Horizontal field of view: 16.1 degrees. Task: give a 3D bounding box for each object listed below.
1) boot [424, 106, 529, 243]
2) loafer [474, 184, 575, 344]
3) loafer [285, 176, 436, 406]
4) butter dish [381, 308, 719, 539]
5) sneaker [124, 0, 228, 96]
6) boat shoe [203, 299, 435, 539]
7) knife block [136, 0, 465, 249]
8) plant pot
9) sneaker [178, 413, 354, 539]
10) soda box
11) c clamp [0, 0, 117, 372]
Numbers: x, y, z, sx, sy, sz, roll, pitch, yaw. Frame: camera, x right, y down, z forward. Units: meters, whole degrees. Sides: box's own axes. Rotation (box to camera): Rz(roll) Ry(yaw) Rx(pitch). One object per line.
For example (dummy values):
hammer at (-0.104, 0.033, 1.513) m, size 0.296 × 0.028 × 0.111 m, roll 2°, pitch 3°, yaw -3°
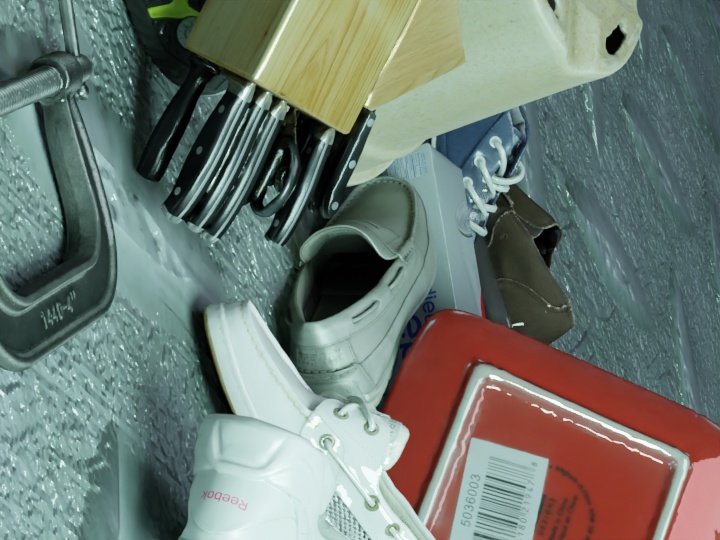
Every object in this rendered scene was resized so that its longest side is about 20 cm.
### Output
boot at (0.063, -0.053, 1.606) m, size 0.073 × 0.090 × 0.201 m, roll 39°, pitch 38°, yaw -59°
loafer at (0.097, -0.017, 1.677) m, size 0.073 × 0.071 × 0.200 m, roll 87°, pitch -7°, yaw -49°
loafer at (0.000, 0.000, 1.411) m, size 0.200 × 0.070 × 0.070 m, roll -77°, pitch 157°, yaw -55°
butter dish at (0.082, 0.154, 1.395) m, size 0.148 × 0.199 × 0.201 m, roll 122°, pitch -9°, yaw -65°
sneaker at (-0.085, -0.187, 1.280) m, size 0.076 × 0.075 × 0.201 m, roll -3°, pitch 80°, yaw -71°
boat shoe at (-0.007, 0.092, 1.262) m, size 0.200 × 0.069 × 0.071 m, roll 59°, pitch 10°, yaw -10°
knife block at (-0.039, -0.118, 1.209) m, size 0.175 × 0.064 × 0.201 m, roll -27°, pitch 125°, yaw -28°
plant pot at (0.050, -0.158, 1.410) m, size 0.200 × 0.183 × 0.201 m, roll 17°, pitch 70°, yaw -53°
sneaker at (-0.047, 0.150, 1.166) m, size 0.100 × 0.078 × 0.200 m, roll -65°, pitch 152°, yaw -26°
soda box at (0.038, 0.031, 1.515) m, size 0.068 × 0.063 × 0.201 m, roll 34°, pitch 45°, yaw -66°
c clamp at (-0.145, -0.050, 1.073) m, size 0.200 × 0.027 × 0.172 m, roll -57°, pitch 136°, yaw -69°
